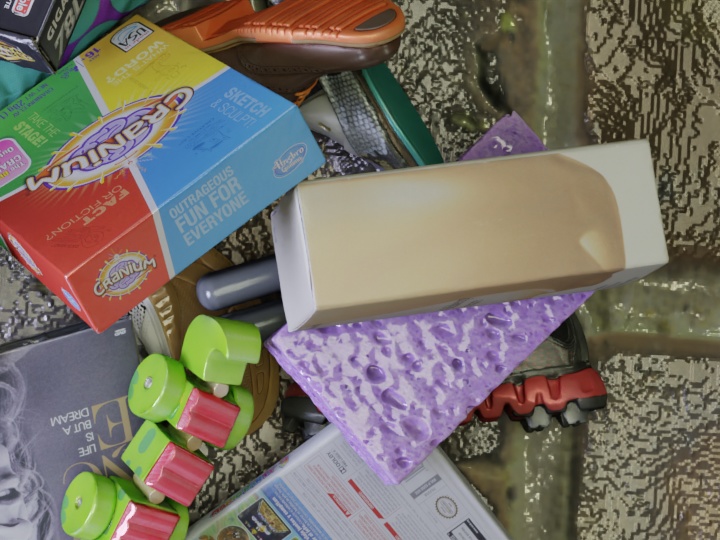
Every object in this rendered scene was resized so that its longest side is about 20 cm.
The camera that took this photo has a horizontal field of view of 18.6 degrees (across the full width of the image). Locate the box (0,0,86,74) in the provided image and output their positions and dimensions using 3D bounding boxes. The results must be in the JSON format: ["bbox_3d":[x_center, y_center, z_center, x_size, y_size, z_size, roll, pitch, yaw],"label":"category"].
[{"bbox_3d":[-0.232,-0.231,1.266,0.197,0.050,0.201,17,75,16],"label":"box"}]

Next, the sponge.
[{"bbox_3d":[0.052,0.015,1.271,0.200,0.030,0.112,-43,93,-13],"label":"sponge"}]

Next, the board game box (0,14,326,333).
[{"bbox_3d":[-0.130,-0.059,1.197,0.153,0.200,0.040,-38,124,-14],"label":"board game box"}]

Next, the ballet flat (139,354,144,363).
[{"bbox_3d":[-0.211,0.105,1.310,0.199,0.072,0.072,-29,93,-8],"label":"ballet flat"}]

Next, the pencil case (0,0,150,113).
[{"bbox_3d":[-0.191,-0.145,1.301,0.200,0.085,0.092,-46,111,-7],"label":"pencil case"}]

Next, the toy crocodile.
[{"bbox_3d":[-0.113,0.115,1.262,0.067,0.062,0.201,26,97,-33],"label":"toy crocodile"}]

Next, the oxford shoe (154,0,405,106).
[{"bbox_3d":[-0.043,-0.120,1.281,0.071,0.199,0.073,-30,112,-37],"label":"oxford shoe"}]

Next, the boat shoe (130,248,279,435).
[{"bbox_3d":[-0.117,0.011,1.322,0.071,0.069,0.201,-41,114,-29],"label":"boat shoe"}]

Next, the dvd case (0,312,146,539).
[{"bbox_3d":[-0.188,0.133,1.283,0.148,0.016,0.201,-16,117,-16],"label":"dvd case"}]

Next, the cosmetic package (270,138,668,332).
[{"bbox_3d":[0.057,-0.018,1.209,0.198,0.105,0.072,-8,83,-10],"label":"cosmetic package"}]

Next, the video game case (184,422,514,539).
[{"bbox_3d":[-0.021,0.179,1.315,0.199,0.018,0.143,-36,109,7],"label":"video game case"}]

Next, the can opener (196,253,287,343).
[{"bbox_3d":[0.000,0.000,1.309,0.199,0.066,0.053,-18,99,-13],"label":"can opener"}]

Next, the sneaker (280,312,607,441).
[{"bbox_3d":[0.047,0.055,1.339,0.199,0.071,0.099,-7,83,-4],"label":"sneaker"}]

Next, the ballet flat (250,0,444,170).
[{"bbox_3d":[-0.018,-0.126,1.341,0.072,0.072,0.201,-28,93,-7],"label":"ballet flat"}]
